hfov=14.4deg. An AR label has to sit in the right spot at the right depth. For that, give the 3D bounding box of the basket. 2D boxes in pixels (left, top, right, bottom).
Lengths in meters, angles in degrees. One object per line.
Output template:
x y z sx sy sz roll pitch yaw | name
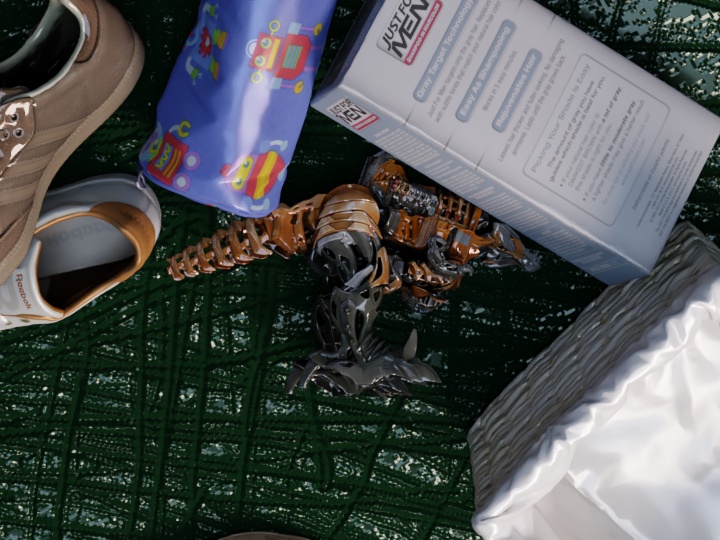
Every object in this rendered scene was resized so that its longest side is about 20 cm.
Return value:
0.188 0.107 1.568 0.198 0.161 0.200 41 102 -14 | basket

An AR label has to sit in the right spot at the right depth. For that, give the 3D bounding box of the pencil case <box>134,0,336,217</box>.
-0.058 -0.129 1.523 0.078 0.087 0.201 8 108 -32 | pencil case

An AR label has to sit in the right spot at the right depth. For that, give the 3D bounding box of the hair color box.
0.085 -0.085 1.537 0.200 0.061 0.099 31 76 -12 | hair color box

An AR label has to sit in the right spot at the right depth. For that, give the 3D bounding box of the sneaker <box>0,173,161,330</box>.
-0.207 0.000 1.554 0.199 0.085 0.073 -20 109 5 | sneaker

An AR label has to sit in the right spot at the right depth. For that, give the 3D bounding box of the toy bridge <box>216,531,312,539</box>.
-0.055 0.186 1.649 0.199 0.027 0.068 8 104 -5 | toy bridge

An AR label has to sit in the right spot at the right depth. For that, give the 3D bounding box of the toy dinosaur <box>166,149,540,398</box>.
0.000 0.000 1.574 0.199 0.102 0.136 -3 83 12 | toy dinosaur

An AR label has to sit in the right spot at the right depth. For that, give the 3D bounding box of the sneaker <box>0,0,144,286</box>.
-0.197 -0.067 1.512 0.200 0.070 0.076 -57 142 -11 | sneaker
